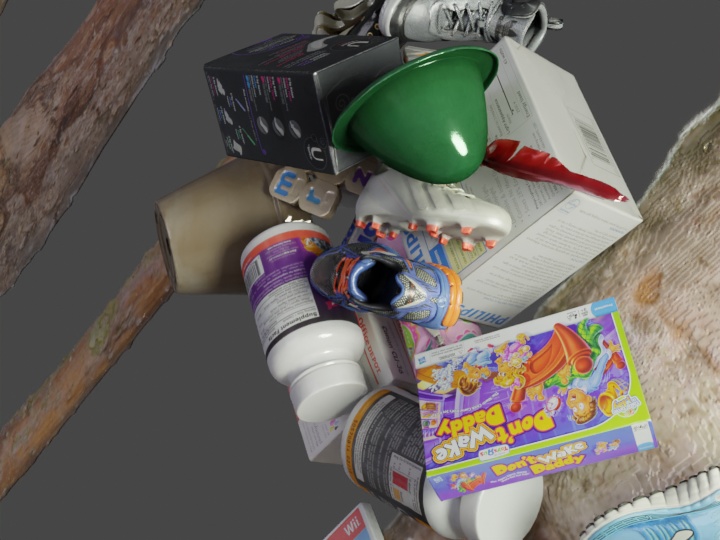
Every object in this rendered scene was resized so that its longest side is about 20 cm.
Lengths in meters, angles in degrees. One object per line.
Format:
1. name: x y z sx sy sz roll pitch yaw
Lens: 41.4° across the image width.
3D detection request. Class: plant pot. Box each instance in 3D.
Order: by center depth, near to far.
1. plant pot: -0.164 -0.050 1.207 0.200 0.170 0.205 167 90 -72

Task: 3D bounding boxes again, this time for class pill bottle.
1. pill bottle: 0.078 0.196 0.953 0.198 0.115 0.119 18 91 50
2. pill bottle: -0.059 0.058 1.053 0.111 0.110 0.203 -41 54 32

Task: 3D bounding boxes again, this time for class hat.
1. hat: 0.085 -0.082 0.845 0.200 0.163 0.179 -44 66 59

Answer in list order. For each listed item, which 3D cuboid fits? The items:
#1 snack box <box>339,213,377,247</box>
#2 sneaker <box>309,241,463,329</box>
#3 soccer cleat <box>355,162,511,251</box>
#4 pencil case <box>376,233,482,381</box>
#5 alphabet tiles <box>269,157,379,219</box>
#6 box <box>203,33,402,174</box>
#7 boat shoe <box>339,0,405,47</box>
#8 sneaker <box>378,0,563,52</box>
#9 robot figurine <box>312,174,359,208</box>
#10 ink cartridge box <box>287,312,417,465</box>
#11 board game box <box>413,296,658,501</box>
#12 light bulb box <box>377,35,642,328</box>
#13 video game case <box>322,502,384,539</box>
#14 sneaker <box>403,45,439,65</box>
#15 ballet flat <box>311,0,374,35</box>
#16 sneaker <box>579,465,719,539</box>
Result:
1. snack box: 0.000 0.000 1.140 0.203 0.071 0.024 -62 22 14
2. sneaker: 0.011 0.007 0.936 0.198 0.077 0.077 8 86 50
3. soccer cleat: 0.066 -0.068 0.905 0.198 0.069 0.079 10 79 51
4. pencil case: 0.077 0.035 1.029 0.087 0.086 0.203 -40 47 32
5. alphabet tiles: -0.029 -0.163 1.107 0.193 0.015 0.203 23 86 34
6. box: -0.056 -0.180 1.005 0.198 0.121 0.108 16 127 47
7. boat shoe: 0.027 -0.297 1.202 0.200 0.073 0.064 -31 37 46
8. sneaker: 0.123 -0.267 1.008 0.114 0.197 0.077 47 143 40
9. robot figurine: -0.005 -0.164 1.171 0.166 0.113 0.204 -8 68 17
10. ink cartridge box: 0.006 0.118 1.099 0.200 0.067 0.118 -47 47 27
11. board game box: 0.152 0.115 0.861 0.196 0.045 0.136 -18 45 13
12. light bulb box: 0.142 -0.083 0.966 0.199 0.123 0.201 -40 51 34
13. video game case: -0.002 0.385 1.059 0.143 0.017 0.202 -49 46 27
14. sneaker: 0.091 -0.197 1.038 0.077 0.200 0.079 15 100 17
15. ballet flat: -0.022 -0.335 1.281 0.198 0.071 0.074 -24 60 42
16. sneaker: 0.259 0.225 0.770 0.199 0.077 0.092 -37 55 35
